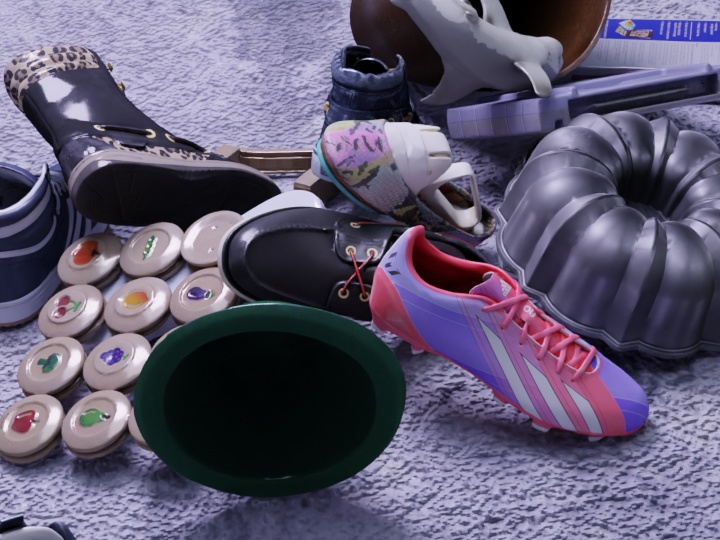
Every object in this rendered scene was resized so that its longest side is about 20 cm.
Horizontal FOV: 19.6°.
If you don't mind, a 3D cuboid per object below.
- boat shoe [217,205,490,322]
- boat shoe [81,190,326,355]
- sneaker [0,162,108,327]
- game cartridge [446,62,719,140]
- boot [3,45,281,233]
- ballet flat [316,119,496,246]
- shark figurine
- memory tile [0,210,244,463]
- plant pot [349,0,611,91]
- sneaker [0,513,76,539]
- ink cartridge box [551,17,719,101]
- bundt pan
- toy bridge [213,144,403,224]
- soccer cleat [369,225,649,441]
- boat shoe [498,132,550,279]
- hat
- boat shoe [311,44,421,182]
[{"bbox_3d":[0.000,-0.003,1.409,0.201,0.074,0.063,8,-2,-31],"label":"boat shoe"},{"bbox_3d":[-0.105,0.016,1.462,0.200,0.068,0.072,-28,42,-1],"label":"boat shoe"},{"bbox_3d":[-0.239,-0.056,1.545,0.070,0.109,0.200,4,34,13],"label":"sneaker"},{"bbox_3d":[0.180,-0.132,1.606,0.200,0.039,0.130,-12,11,-30],"label":"game cartridge"},{"bbox_3d":[-0.162,-0.093,1.538,0.200,0.073,0.151,4,37,-47],"label":"boot"},{"bbox_3d":[0.041,-0.063,1.461,0.071,0.200,0.069,-22,62,19],"label":"ballet flat"},{"bbox_3d":[0.059,-0.168,1.526,0.214,0.089,0.128,32,30,-24],"label":"shark figurine"},{"bbox_3d":[-0.157,0.042,1.398,0.153,0.017,0.200,-6,46,22],"label":"memory tile"},{"bbox_3d":[0.073,-0.222,1.694,0.187,0.187,0.200,-22,3,-26],"label":"plant pot"},{"bbox_3d":[-0.199,0.174,1.169,0.079,0.130,0.199,-21,36,-25],"label":"sneaker"},{"bbox_3d":[0.259,-0.178,1.744,0.199,0.037,0.095,0,32,12],"label":"ink cartridge box"},{"bbox_3d":[0.198,-0.037,1.442,0.201,0.076,0.202,10,43,-9],"label":"bundt pan"},{"bbox_3d":[-0.028,-0.069,1.616,0.200,0.027,0.067,16,36,28],"label":"toy bridge"},{"bbox_3d":[0.100,0.042,1.344,0.200,0.077,0.067,27,38,5],"label":"soccer cleat"},{"bbox_3d":[0.153,-0.070,1.563,0.071,0.064,0.200,7,35,17],"label":"boat shoe"},{"bbox_3d":[-0.058,0.030,1.322,0.165,0.200,0.176,4,45,-6],"label":"hat"},{"bbox_3d":[0.015,-0.133,1.616,0.071,0.091,0.200,15,20,6],"label":"boat shoe"}]
